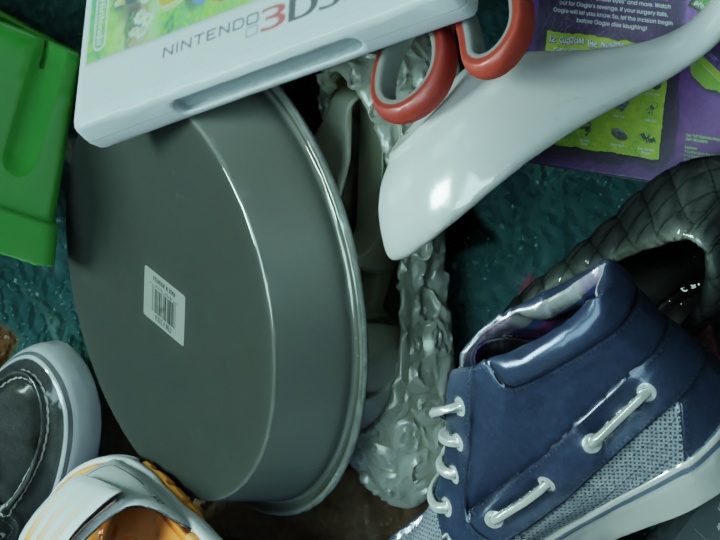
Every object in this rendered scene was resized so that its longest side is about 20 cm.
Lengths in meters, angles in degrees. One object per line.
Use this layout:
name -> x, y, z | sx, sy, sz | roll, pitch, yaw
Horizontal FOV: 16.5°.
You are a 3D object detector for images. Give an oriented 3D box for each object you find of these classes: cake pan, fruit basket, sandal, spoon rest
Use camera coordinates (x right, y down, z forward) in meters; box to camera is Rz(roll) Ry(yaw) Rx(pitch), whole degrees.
cake pan -> -0.066, 0.007, 1.024 | 0.200, 0.037, 0.202 | 28, 125, 51
fruit basket -> -0.243, -0.043, 1.075 | 0.215, 0.155, 0.217 | -14, 68, 38
sandal -> -0.095, 0.123, 0.998 | 0.206, 0.059, 0.080 | 20, 95, 55
spoon rest -> 0.080, -0.075, 0.918 | 0.061, 0.099, 0.200 | 42, 105, -5

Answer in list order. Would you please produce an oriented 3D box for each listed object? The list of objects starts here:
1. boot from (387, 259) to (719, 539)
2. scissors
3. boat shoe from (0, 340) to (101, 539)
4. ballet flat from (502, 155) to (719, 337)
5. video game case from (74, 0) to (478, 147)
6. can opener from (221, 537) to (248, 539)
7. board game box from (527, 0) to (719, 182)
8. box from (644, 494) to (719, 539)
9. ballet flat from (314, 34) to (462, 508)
boot -> 0.053, 0.068, 0.945 | 0.200, 0.073, 0.090 | -34, 109, 34
scissors -> 0.021, -0.131, 0.955 | 0.073, 0.014, 0.201 | -38, 39, 23
boat shoe -> -0.186, 0.108, 1.128 | 0.200, 0.066, 0.070 | -47, 68, 38
ballet flat -> 0.087, 0.025, 0.962 | 0.066, 0.057, 0.200 | 45, 132, 9
video game case -> -0.032, -0.161, 0.976 | 0.181, 0.022, 0.201 | -16, 57, 32
can opener -> -0.059, 0.142, 1.084 | 0.199, 0.079, 0.064 | -6, 53, 33
board game box -> 0.155, -0.087, 0.931 | 0.199, 0.032, 0.121 | 11, 106, 29
box -> 0.196, 0.117, 0.929 | 0.159, 0.046, 0.200 | 43, 116, 18
ballet flat -> 0.000, 0.000, 1.015 | 0.071, 0.072, 0.202 | 7, 101, 30
